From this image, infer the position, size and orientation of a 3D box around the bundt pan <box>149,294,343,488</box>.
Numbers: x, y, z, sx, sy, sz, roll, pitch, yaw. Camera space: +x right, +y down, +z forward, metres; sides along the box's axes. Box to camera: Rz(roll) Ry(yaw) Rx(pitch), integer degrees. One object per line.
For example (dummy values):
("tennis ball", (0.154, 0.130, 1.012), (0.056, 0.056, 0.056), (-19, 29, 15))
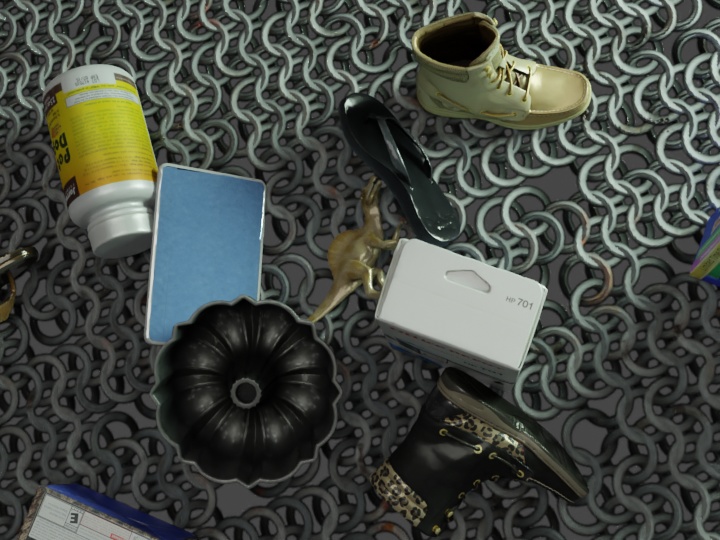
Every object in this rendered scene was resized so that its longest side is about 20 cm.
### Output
("bundt pan", (-0.117, 0.121, 0.996), (0.199, 0.076, 0.205), (0, 98, 0))

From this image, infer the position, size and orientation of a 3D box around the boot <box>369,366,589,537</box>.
("boot", (0.121, 0.210, 0.967), (0.199, 0.073, 0.151), (36, 103, -15))

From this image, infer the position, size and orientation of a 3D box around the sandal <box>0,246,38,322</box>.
("sandal", (-0.437, 0.050, 1.072), (0.200, 0.082, 0.055), (-45, 94, -4))

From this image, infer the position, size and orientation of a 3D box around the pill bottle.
("pill bottle", (-0.288, -0.121, 1.068), (0.108, 0.109, 0.203), (-18, 77, 3))

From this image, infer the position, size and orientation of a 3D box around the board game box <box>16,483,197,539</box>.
("board game box", (-0.288, 0.348, 0.982), (0.158, 0.097, 0.202), (20, 82, 11))

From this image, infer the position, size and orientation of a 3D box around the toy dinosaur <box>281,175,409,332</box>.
("toy dinosaur", (0.000, 0.000, 1.046), (0.100, 0.058, 0.202), (23, 81, 27))

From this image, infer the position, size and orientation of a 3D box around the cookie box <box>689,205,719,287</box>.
("cookie box", (0.447, -0.010, 0.923), (0.198, 0.171, 0.076), (23, 79, 12))

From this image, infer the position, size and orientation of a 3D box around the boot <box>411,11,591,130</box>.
("boot", (0.153, -0.213, 1.006), (0.197, 0.156, 0.074), (7, 80, 8))

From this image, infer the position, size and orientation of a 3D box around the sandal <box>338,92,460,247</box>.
("sandal", (0.051, -0.120, 1.044), (0.076, 0.043, 0.201), (-31, 82, -42))

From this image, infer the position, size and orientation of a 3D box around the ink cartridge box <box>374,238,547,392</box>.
("ink cartridge box", (0.100, 0.050, 0.939), (0.145, 0.200, 0.087), (20, 82, 11))

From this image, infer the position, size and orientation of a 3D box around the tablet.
("tablet", (-0.171, -0.013, 1.051), (0.128, 0.014, 0.203), (8, 79, -26))
